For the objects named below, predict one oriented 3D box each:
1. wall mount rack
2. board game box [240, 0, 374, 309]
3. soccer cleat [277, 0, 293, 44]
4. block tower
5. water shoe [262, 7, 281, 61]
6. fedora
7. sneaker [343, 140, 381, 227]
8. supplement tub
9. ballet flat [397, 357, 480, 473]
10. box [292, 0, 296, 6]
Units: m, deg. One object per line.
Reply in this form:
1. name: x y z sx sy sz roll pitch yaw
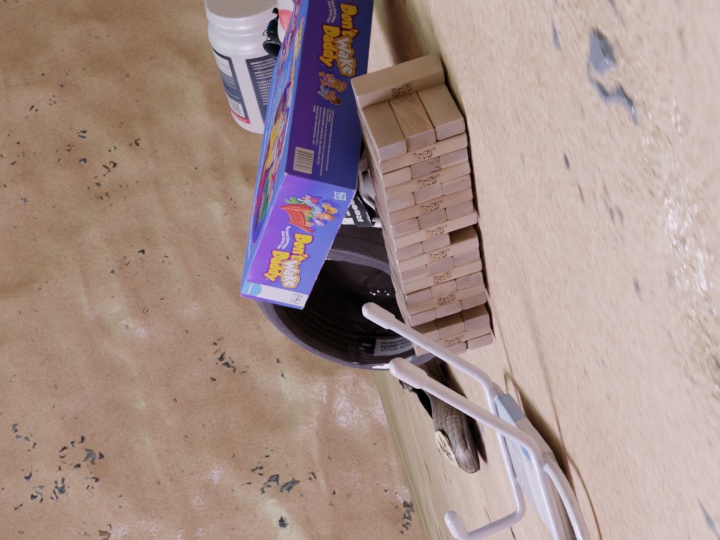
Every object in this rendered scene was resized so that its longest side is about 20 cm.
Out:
1. wall mount rack: 0.067 0.103 0.715 0.200 0.074 0.176 -122 13 -75
2. board game box: -0.034 -0.097 0.807 0.135 0.044 0.202 118 161 -53
3. soccer cleat: -0.060 -0.297 1.224 0.201 0.067 0.074 -104 24 -45
4. block tower: 0.041 -0.030 0.745 0.058 0.053 0.201 -110 5 -46
5. water shoe: -0.073 -0.268 1.318 0.072 0.078 0.202 79 174 -63
6. fedora: 0.000 0.000 1.002 0.201 0.175 0.091 68 -148 -54
7. sneaker: 0.010 -0.058 0.869 0.200 0.087 0.075 -141 35 -82
8. supplement tub: -0.140 -0.312 1.754 0.141 0.139 0.201 -110 5 -46
9. ballet flat: 0.070 0.128 1.132 0.200 0.046 0.068 -112 6 -64
10. box: -0.051 -0.292 1.064 0.082 0.049 0.202 80 173 -68
